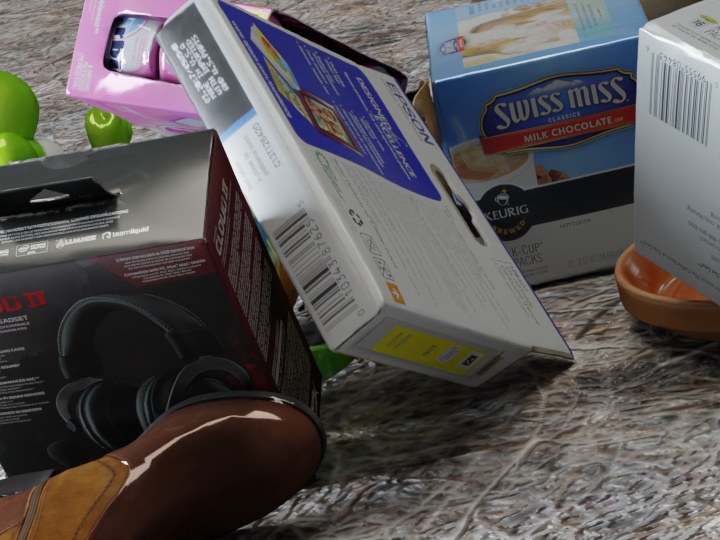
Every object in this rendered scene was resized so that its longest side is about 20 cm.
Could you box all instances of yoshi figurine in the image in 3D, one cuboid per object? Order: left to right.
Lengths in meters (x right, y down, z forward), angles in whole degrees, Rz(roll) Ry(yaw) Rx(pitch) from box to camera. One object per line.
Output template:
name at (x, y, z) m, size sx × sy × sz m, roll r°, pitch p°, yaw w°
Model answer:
yoshi figurine at (-0.210, -0.071, 1.858) m, size 0.112 × 0.113 × 0.200 m, roll 31°, pitch -5°, yaw 14°

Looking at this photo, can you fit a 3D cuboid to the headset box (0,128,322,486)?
headset box at (-0.116, 0.024, 1.396) m, size 0.148 × 0.200 × 0.077 m, roll -9°, pitch 47°, yaw 12°

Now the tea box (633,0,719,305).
tea box at (0.267, -0.053, 1.403) m, size 0.196 × 0.134 × 0.200 m, roll -21°, pitch 37°, yaw -29°

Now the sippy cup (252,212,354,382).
sippy cup at (-0.087, -0.002, 1.543) m, size 0.140 × 0.178 × 0.130 m, roll -37°, pitch 12°, yaw 41°

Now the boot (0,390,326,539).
boot at (-0.109, 0.126, 1.296) m, size 0.188 × 0.069 × 0.200 m, roll -11°, pitch 17°, yaw 6°

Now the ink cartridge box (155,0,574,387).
ink cartridge box at (0.003, -0.034, 1.481) m, size 0.047 × 0.198 × 0.200 m, roll -39°, pitch -26°, yaw 16°

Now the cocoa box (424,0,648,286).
cocoa box at (0.113, -0.086, 1.730) m, size 0.133 × 0.132 × 0.200 m, roll -12°, pitch 16°, yaw 3°

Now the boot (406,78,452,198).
boot at (0.024, -0.065, 1.839) m, size 0.073 × 0.076 × 0.200 m, roll -9°, pitch 17°, yaw 7°

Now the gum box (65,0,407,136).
gum box at (-0.067, -0.104, 1.633) m, size 0.113 × 0.066 × 0.200 m, roll 9°, pitch -4°, yaw 25°

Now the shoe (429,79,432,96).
shoe at (0.094, -0.116, 1.962) m, size 0.053 × 0.070 × 0.200 m, roll -19°, pitch 16°, yaw -26°

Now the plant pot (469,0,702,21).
plant pot at (0.174, -0.196, 2.009) m, size 0.173 × 0.200 × 0.200 m, roll -35°, pitch 23°, yaw -18°

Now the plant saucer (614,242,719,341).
plant saucer at (0.233, -0.004, 1.541) m, size 0.199 × 0.032 × 0.200 m, roll -11°, pitch 16°, yaw 3°
